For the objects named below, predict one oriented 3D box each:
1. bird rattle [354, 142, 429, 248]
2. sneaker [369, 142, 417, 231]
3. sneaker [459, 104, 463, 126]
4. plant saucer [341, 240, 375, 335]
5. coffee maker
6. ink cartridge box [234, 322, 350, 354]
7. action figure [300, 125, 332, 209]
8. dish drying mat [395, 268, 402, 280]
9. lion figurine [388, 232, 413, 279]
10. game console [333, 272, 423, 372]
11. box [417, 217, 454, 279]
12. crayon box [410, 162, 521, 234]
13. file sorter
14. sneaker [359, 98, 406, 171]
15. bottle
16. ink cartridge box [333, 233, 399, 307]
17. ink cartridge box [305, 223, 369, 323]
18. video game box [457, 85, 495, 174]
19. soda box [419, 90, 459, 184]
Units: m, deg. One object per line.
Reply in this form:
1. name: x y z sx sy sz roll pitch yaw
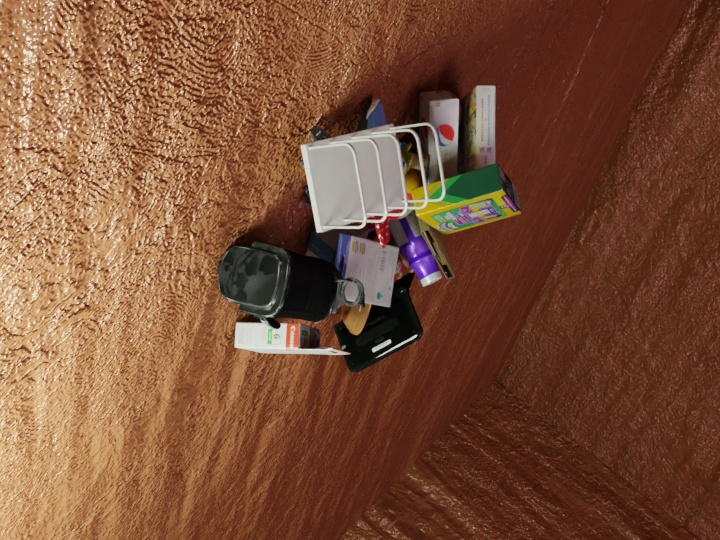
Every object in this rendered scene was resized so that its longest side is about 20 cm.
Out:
1. bird rattle: 0.075 -0.150 1.560 0.161 0.111 0.204 -19 121 -45
2. sneaker: 0.059 -0.159 1.658 0.202 0.070 0.078 -57 152 4
3. sneaker: 0.153 -0.265 1.716 0.087 0.075 0.203 -28 139 -34
4. plant saucer: -0.005 0.034 1.733 0.200 0.037 0.205 -168 -91 -80
5. coffee maker: -0.117 0.018 1.391 0.188 0.138 0.199 -13 170 20
6. ink cartridge box: -0.125 0.128 1.528 0.109 0.195 0.052 30 61 -69
7. action figure: -0.050 -0.168 1.421 0.132 0.069 0.200 -59 164 -9
8. dish drying mat: 0.078 -0.011 1.997 0.077 0.018 0.201 -47 157 -21
9. lion figurine: 0.074 -0.064 1.802 0.071 0.203 0.122 -21 139 31
10. game console: 0.051 0.115 1.838 0.198 0.179 0.116 -30 158 22
11. box: 0.149 -0.104 1.728 0.021 0.203 0.164 -21 136 13
12. crayon box: 0.209 -0.134 1.579 0.169 0.060 0.199 -14 167 19
13. file sorter: 0.028 -0.153 1.306 0.198 0.123 0.142 -21 106 -39
14. sneaker: 0.043 -0.204 1.452 0.076 0.075 0.205 -28 114 -67
15. bottle: 0.111 -0.067 1.732 0.065 0.203 0.083 -29 171 29
16. ink cartridge box: 0.000 0.000 1.562 0.199 0.041 0.122 12 87 -56
17. ink cartridge box: -0.061 -0.003 1.637 0.115 0.067 0.203 -33 150 -44
18. video game box: 0.233 -0.268 1.675 0.200 0.046 0.187 -178 -94 -84
19. soda box: 0.154 -0.248 1.614 0.062 0.068 0.204 -8 117 -11
